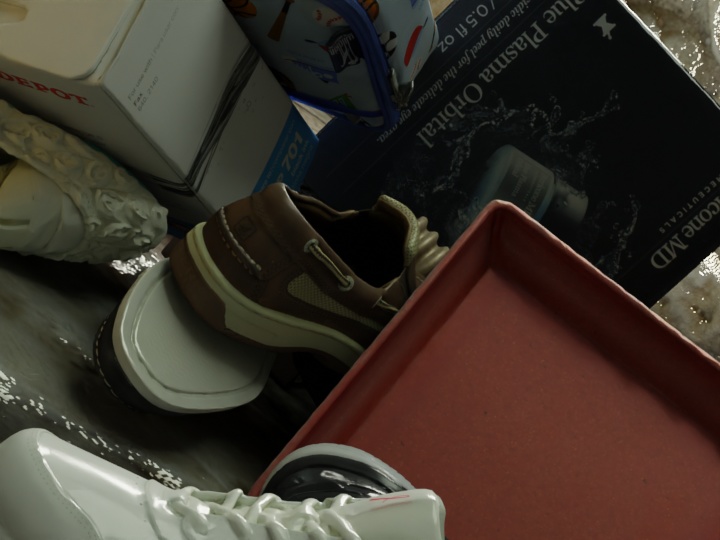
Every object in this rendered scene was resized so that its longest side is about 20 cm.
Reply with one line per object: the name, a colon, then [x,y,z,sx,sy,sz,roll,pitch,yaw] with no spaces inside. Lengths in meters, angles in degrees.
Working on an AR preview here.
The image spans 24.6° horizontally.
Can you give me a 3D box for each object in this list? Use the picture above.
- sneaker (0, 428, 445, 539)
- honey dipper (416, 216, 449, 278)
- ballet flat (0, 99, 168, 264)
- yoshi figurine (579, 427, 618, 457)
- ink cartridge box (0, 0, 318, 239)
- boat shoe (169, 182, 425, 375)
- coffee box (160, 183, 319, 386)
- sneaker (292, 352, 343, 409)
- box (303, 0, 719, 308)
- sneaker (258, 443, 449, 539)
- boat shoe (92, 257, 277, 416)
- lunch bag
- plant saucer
sneaker: [-0.023,0.096,0.517,0.200,0.099,0.078,35,10,-17]
honey dipper: [0.080,0.060,0.875,0.200,0.038,0.038,52,10,0]
ballet flat: [-0.183,-0.047,0.753,0.200,0.072,0.072,33,11,-20]
yoshi figurine: [0.080,0.116,0.818,0.200,0.112,0.112,39,-1,18]
ink cartridge box: [-0.126,-0.095,0.820,0.146,0.086,0.200,20,-17,25]
boat shoe: [0.003,0.005,0.761,0.075,0.075,0.202,56,20,24]
coffee box: [-0.020,0.005,1.001,0.114,0.080,0.200,45,11,18]
sneaker: [0.022,0.079,0.922,0.200,0.074,0.087,39,-12,-33]
box: [0.102,-0.060,0.946,0.200,0.197,0.117,47,11,0]
sneaker: [0.038,0.143,0.613,0.200,0.076,0.114,33,10,5]
boat shoe: [-0.079,0.027,0.758,0.074,0.060,0.200,60,20,-8]
lunch bag: [-0.056,-0.143,0.842,0.200,0.076,0.160,22,-17,17]
plant saucer: [0.081,0.098,0.735,0.200,0.200,0.037,38,-27,5]
